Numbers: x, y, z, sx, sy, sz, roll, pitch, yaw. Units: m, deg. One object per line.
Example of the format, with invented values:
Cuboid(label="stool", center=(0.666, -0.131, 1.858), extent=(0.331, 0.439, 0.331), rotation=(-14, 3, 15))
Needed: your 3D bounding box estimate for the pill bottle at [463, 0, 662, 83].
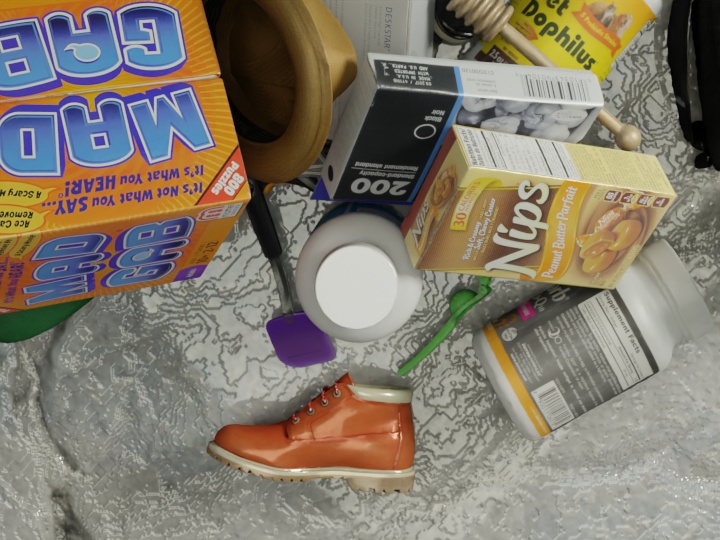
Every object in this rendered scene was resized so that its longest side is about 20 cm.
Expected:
Cuboid(label="pill bottle", center=(0.190, -0.222, 1.211), extent=(0.109, 0.109, 0.200), rotation=(40, 97, -4))

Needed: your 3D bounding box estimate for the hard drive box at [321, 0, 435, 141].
Cuboid(label="hard drive box", center=(-0.041, -0.202, 1.183), extent=(0.198, 0.077, 0.157), rotation=(14, 127, 15))

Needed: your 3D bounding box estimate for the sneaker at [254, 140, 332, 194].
Cuboid(label="sneaker", center=(-0.010, -0.100, 1.258), extent=(0.198, 0.078, 0.078), rotation=(8, 106, 8))

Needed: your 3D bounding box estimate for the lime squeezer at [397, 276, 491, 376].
Cuboid(label="lime squeezer", center=(0.089, 0.012, 1.284), extent=(0.070, 0.038, 0.202), rotation=(13, 99, 0))

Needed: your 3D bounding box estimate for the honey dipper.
Cuboid(label="honey dipper", center=(0.157, -0.169, 1.149), extent=(0.200, 0.038, 0.038), rotation=(40, 98, -6))

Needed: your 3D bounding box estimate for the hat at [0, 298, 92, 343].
Cuboid(label="hat", center=(-0.308, 0.053, 1.209), extent=(0.198, 0.166, 0.178), rotation=(-1, 61, 20))

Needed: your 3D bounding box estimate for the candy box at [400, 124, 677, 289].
Cuboid(label="candy box", center=(0.146, -0.049, 1.135), extent=(0.198, 0.056, 0.116), rotation=(5, 133, -24))

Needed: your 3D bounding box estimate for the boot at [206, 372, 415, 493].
Cuboid(label="boot", center=(-0.044, 0.147, 1.295), extent=(0.198, 0.075, 0.108), rotation=(4, 95, -7))

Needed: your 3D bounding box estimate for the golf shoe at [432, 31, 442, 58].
Cuboid(label="golf shoe", center=(-0.021, -0.234, 1.235), extent=(0.199, 0.073, 0.093), rotation=(29, 98, -2))

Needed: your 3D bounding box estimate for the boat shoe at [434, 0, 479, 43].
Cuboid(label="boat shoe", center=(0.089, -0.306, 1.204), extent=(0.073, 0.063, 0.204), rotation=(-1, 79, -25))

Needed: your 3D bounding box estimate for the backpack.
Cuboid(label="backpack", center=(0.352, -0.193, 1.198), extent=(0.125, 0.167, 0.202), rotation=(-13, 95, -16))

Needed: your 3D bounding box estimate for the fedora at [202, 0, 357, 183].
Cuboid(label="fedora", center=(-0.065, -0.169, 1.094), extent=(0.081, 0.200, 0.203), rotation=(-20, 99, -34))

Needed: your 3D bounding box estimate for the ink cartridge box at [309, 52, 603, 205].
Cuboid(label="ink cartridge box", center=(0.074, -0.097, 1.149), extent=(0.196, 0.200, 0.044), rotation=(1, 58, -17))

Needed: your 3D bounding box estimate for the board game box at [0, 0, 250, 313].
Cuboid(label="board game box", center=(-0.223, -0.100, 1.085), extent=(0.198, 0.200, 0.202), rotation=(-11, 76, -21))

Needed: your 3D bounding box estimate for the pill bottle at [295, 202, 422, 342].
Cuboid(label="pill bottle", center=(0.000, 0.000, 1.203), extent=(0.110, 0.200, 0.112), rotation=(0, 98, 3))

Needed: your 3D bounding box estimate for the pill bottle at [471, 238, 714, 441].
Cuboid(label="pill bottle", center=(0.211, 0.061, 1.247), extent=(0.199, 0.116, 0.117), rotation=(-30, 96, 5))

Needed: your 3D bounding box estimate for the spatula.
Cuboid(label="spatula", center=(-0.077, 0.003, 1.278), extent=(0.056, 0.021, 0.202), rotation=(-14, 108, 11))
